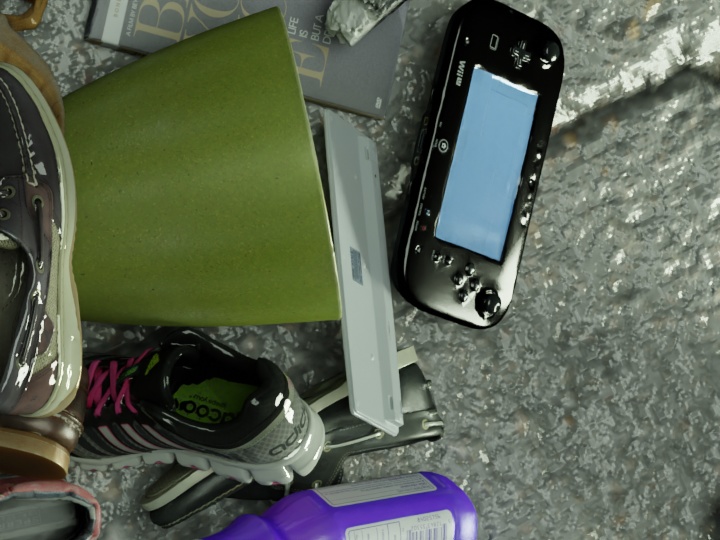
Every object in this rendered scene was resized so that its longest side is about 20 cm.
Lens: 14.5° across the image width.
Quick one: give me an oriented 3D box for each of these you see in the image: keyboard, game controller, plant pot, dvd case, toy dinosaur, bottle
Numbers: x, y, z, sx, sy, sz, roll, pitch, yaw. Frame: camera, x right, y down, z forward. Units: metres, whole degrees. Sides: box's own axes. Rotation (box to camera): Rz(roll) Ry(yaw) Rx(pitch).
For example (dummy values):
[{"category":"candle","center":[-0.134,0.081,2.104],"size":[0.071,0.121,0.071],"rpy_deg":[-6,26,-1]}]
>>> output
[{"category":"keyboard","center":[0.000,0.000,1.725],"size":[0.056,0.011,0.201],"rpy_deg":[26,52,-51]},{"category":"game controller","center":[0.074,-0.067,1.777],"size":[0.104,0.042,0.201],"rpy_deg":[22,79,-52]},{"category":"plant pot","center":[-0.126,-0.044,1.662],"size":[0.198,0.187,0.189],"rpy_deg":[-11,92,-3]},{"category":"dvd case","center":[-0.062,-0.190,1.760],"size":[0.199,0.016,0.150],"rpy_deg":[14,84,-18]},{"category":"toy dinosaur","center":[-0.223,-0.139,1.664],"size":[0.199,0.061,0.106],"rpy_deg":[25,63,20]},{"category":"bottle","center":[-0.024,0.173,1.705],"size":[0.199,0.065,0.084],"rpy_deg":[-7,120,-35]}]

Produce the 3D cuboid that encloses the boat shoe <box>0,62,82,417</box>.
[{"category":"boat shoe","center":[-0.200,-0.018,1.567],"size":[0.071,0.065,0.202],"rpy_deg":[-8,87,25]}]

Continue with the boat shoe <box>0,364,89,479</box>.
[{"category":"boat shoe","center":[-0.254,0.070,1.637],"size":[0.198,0.070,0.071],"rpy_deg":[10,69,6]}]

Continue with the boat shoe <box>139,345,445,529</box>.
[{"category":"boat shoe","center":[-0.040,0.114,1.727],"size":[0.199,0.072,0.068],"rpy_deg":[-25,96,-21]}]

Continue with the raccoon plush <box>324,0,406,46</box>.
[{"category":"raccoon plush","center":[0.022,-0.254,1.742],"size":[0.200,0.097,0.134],"rpy_deg":[-42,88,-23]}]

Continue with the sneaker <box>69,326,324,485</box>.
[{"category":"sneaker","center":[-0.121,0.071,1.656],"size":[0.198,0.088,0.074],"rpy_deg":[8,56,15]}]

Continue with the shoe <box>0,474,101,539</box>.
[{"category":"shoe","center":[-0.250,0.160,1.642],"size":[0.199,0.091,0.072],"rpy_deg":[-13,92,-19]}]
